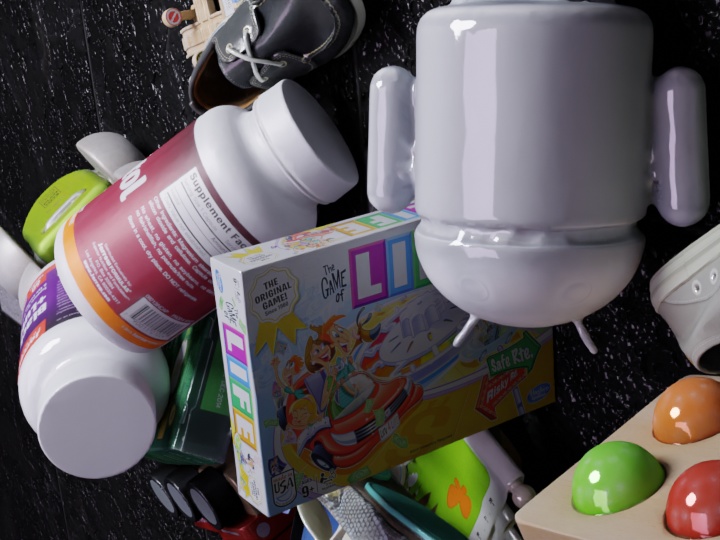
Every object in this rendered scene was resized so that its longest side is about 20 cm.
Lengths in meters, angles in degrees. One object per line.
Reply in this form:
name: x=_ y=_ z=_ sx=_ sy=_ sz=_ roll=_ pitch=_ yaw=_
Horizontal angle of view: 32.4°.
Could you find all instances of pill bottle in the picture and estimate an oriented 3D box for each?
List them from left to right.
pill bottle: x=-0.202 y=0.070 z=0.942 sx=0.200 sy=0.110 sz=0.112 roll=-120 pitch=26 yaw=-64
pill bottle: x=-0.104 y=-0.039 z=0.853 sx=0.199 sy=0.113 sz=0.114 roll=-34 pitch=71 yaw=17

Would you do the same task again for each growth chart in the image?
growth chart: x=0.044 y=0.173 z=0.762 sx=0.145 sy=0.018 sz=0.202 roll=38 pitch=119 yaw=50

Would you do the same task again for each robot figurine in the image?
robot figurine: x=0.082 y=-0.060 z=0.597 sx=0.168 sy=0.113 sz=0.202 roll=5 pitch=100 yaw=24

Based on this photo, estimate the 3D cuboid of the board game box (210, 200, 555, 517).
board game box: x=0.020 y=0.035 z=0.675 sx=0.034 sy=0.199 sz=0.136 roll=22 pitch=123 yaw=53

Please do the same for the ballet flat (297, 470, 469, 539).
ballet flat: x=0.004 y=0.149 z=0.742 sx=0.200 sy=0.071 sz=0.073 roll=38 pitch=135 yaw=57

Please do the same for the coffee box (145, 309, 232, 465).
coffee box: x=-0.134 y=0.090 z=0.981 sx=0.200 sy=0.044 sz=0.124 roll=155 pitch=131 yaw=-67

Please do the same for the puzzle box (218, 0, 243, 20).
puzzle box: x=-0.080 y=-0.281 z=0.857 sx=0.133 sy=0.025 sz=0.202 roll=-7 pitch=98 yaw=59

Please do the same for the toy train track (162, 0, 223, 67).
toy train track: x=-0.118 y=-0.144 z=0.979 sx=0.114 sy=0.032 sz=0.202 roll=-3 pitch=102 yaw=59

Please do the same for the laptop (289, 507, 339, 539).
laptop: x=0.021 y=0.265 z=0.872 sx=0.201 sy=0.102 sz=0.178 roll=-113 pitch=26 yaw=-45

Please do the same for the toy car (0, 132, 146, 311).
toy car: x=-0.228 y=-0.014 z=1.130 sx=0.200 sy=0.175 sz=0.150 roll=33 pitch=168 yaw=47

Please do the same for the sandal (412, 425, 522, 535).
sandal: x=0.070 y=0.123 z=0.787 sx=0.081 sy=0.054 sz=0.202 roll=-16 pitch=76 yaw=54

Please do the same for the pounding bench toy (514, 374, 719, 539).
pounding bench toy: x=0.146 y=0.131 z=0.556 sx=0.199 sy=0.124 sz=0.157 roll=-1 pitch=117 yaw=59

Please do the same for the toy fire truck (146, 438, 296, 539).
toy fire truck: x=-0.086 y=0.240 z=1.049 sx=0.201 sy=0.128 sz=0.176 roll=58 pitch=155 yaw=-10

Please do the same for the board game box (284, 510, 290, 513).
board game box: x=-0.060 y=0.070 z=0.900 sx=0.159 sy=0.039 sz=0.201 roll=-104 pitch=30 yaw=-51

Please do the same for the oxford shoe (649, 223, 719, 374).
oxford shoe: x=0.186 y=-0.010 z=0.507 sx=0.200 sy=0.075 sz=0.058 roll=122 pitch=131 yaw=-61

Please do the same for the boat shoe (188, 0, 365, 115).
boat shoe: x=-0.060 y=-0.149 z=0.830 sx=0.072 sy=0.068 sz=0.200 roll=45 pitch=154 yaw=-15

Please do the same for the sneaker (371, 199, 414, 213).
sneaker: x=0.000 y=0.000 z=0.739 sx=0.075 sy=0.105 sz=0.202 roll=24 pitch=103 yaw=61
